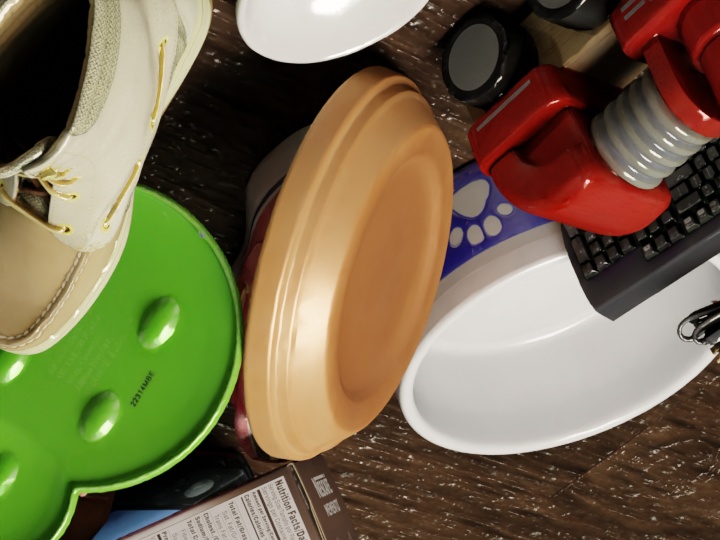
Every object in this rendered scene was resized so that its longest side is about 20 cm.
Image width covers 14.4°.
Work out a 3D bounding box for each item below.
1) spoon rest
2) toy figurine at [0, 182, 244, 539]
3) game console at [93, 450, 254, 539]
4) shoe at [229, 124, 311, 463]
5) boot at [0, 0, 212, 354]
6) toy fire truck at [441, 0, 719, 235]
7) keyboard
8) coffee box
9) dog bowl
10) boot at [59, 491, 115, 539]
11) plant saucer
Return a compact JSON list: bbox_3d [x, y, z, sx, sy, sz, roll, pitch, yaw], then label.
[{"bbox_3d":[-0.028,-0.150,1.277,0.099,0.061,0.200,-26,146,9],"label":"spoon rest"},{"bbox_3d":[-0.135,0.059,1.429,0.200,0.150,0.184,-59,174,-2],"label":"toy figurine"},{"bbox_3d":[-0.137,0.202,1.673,0.200,0.119,0.172,-33,164,18],"label":"game console"},{"bbox_3d":[-0.028,0.015,1.490,0.071,0.091,0.200,-2,143,-26],"label":"shoe"},{"bbox_3d":[-0.141,-0.047,1.246,0.200,0.072,0.155,-64,172,12],"label":"boot"},{"bbox_3d":[0.158,-0.065,1.373,0.128,0.200,0.176,16,133,-42],"label":"toy fire truck"},{"bbox_3d":[0.193,-0.037,1.414,0.200,0.127,0.021,-35,154,24],"label":"keyboard"},{"bbox_3d":[-0.102,0.175,1.537,0.200,0.080,0.113,-25,175,5],"label":"coffee box"},{"bbox_3d":[0.106,0.014,1.575,0.200,0.079,0.200,-14,147,-9],"label":"dog bowl"},{"bbox_3d":[-0.230,0.137,1.518,0.200,0.066,0.176,10,96,-37],"label":"boot"},{"bbox_3d":[0.000,0.000,1.407,0.037,0.200,0.200,15,152,18],"label":"plant saucer"}]
